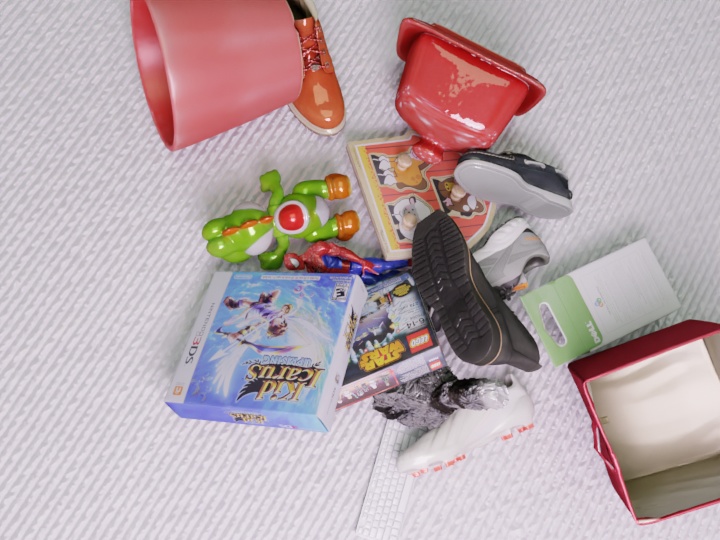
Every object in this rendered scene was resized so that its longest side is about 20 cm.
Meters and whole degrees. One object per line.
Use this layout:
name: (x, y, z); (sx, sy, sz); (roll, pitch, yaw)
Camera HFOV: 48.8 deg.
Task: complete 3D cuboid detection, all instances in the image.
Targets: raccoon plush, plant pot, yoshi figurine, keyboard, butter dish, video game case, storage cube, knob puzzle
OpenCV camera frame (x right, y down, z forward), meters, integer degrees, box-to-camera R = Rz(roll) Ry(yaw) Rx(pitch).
raccoon plush: (0.097, 0.111, 0.956); (0.198, 0.097, 0.135); (-2, 53, 27)
plant pot: (-0.178, -0.267, 0.998); (0.175, 0.200, 0.203); (-16, 79, -20)
yoshi figurine: (-0.109, -0.060, 1.011); (0.198, 0.113, 0.113); (-16, 50, -22)
keyboard: (0.048, 0.238, 0.995); (0.056, 0.011, 0.202); (18, 76, -3)
butter dish: (0.114, -0.209, 1.026); (0.198, 0.200, 0.149); (25, 90, -1)
video game case: (-0.107, 0.087, 0.920); (0.198, 0.046, 0.183); (0, 56, 23)
storage cube: (0.363, 0.169, 0.935); (0.198, 0.180, 0.173); (-22, 86, 7)
knob puzzle: (0.099, -0.108, 1.045); (0.217, 0.031, 0.222); (8, 59, -14)

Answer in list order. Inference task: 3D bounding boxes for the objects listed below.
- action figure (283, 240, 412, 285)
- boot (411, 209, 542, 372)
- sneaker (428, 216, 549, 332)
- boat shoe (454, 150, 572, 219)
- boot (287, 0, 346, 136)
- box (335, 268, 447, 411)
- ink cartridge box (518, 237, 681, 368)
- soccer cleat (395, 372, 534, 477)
action figure: (0.000, 0.000, 1.008); (0.197, 0.066, 0.052); (9, 53, -11)
boot: (0.141, 0.033, 0.961); (0.138, 0.077, 0.202); (20, 47, -47)
sneaker: (0.163, 0.014, 1.023); (0.200, 0.074, 0.079); (-39, 70, -14)
boat shoe: (0.201, -0.123, 1.046); (0.199, 0.075, 0.061); (20, 64, -37)
boot: (-0.071, -0.279, 1.050); (0.074, 0.107, 0.202); (-21, 82, -13)
box: (-0.010, 0.090, 0.942); (0.198, 0.040, 0.138); (-23, 42, 5)
ink cartridge box: (0.308, 0.046, 1.049); (0.198, 0.059, 0.105); (-23, 81, -12)
soccer cleat: (0.125, 0.193, 0.991); (0.198, 0.069, 0.078); (-20, 75, -19)
